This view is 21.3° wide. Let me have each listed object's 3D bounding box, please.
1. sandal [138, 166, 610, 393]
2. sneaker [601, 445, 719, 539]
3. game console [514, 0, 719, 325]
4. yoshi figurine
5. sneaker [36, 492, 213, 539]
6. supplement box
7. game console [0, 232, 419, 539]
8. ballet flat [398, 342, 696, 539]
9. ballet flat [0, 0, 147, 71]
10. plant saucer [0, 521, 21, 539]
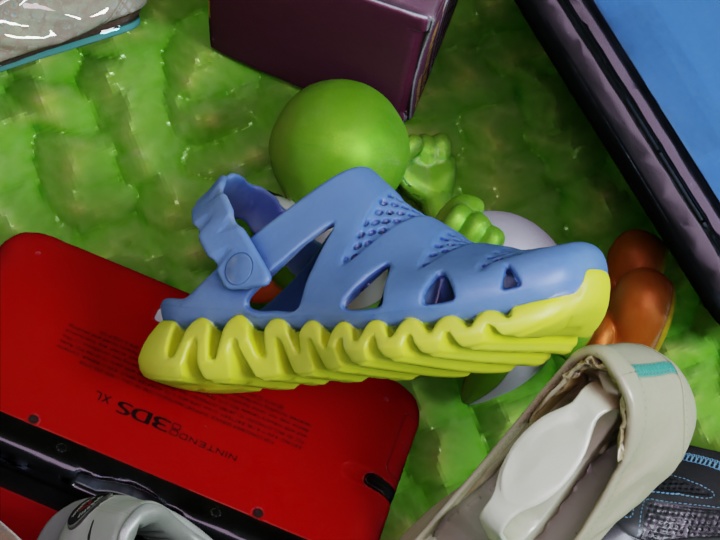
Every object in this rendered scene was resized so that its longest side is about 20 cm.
[{"bbox_3d":[0.000,0.000,0.737,0.198,0.079,0.088,-4,79,27],"label":"sandal"},{"bbox_3d":[0.117,0.120,0.818,0.198,0.074,0.082,-6,43,1],"label":"sneaker"},{"bbox_3d":[0.157,-0.083,0.829,0.116,0.176,0.201,-33,80,9],"label":"game console"},{"bbox_3d":[0.037,-0.022,0.822,0.198,0.113,0.113,15,60,1],"label":"yoshi figurine"},{"bbox_3d":[-0.038,0.163,0.713,0.200,0.088,0.074,46,63,-9],"label":"sneaker"},{"bbox_3d":[0.014,-0.188,0.841,0.102,0.131,0.201,21,75,1],"label":"supplement box"},{"bbox_3d":[-0.097,0.107,0.816,0.199,0.119,0.173,23,44,0],"label":"game console"},{"bbox_3d":[0.049,0.107,0.741,0.069,0.069,0.200,38,101,4],"label":"ballet flat"},{"bbox_3d":[-0.189,-0.104,0.831,0.199,0.067,0.063,-26,113,-18],"label":"ballet flat"},{"bbox_3d":[-0.188,0.172,0.722,0.198,0.034,0.202,4,105,17],"label":"plant saucer"}]
